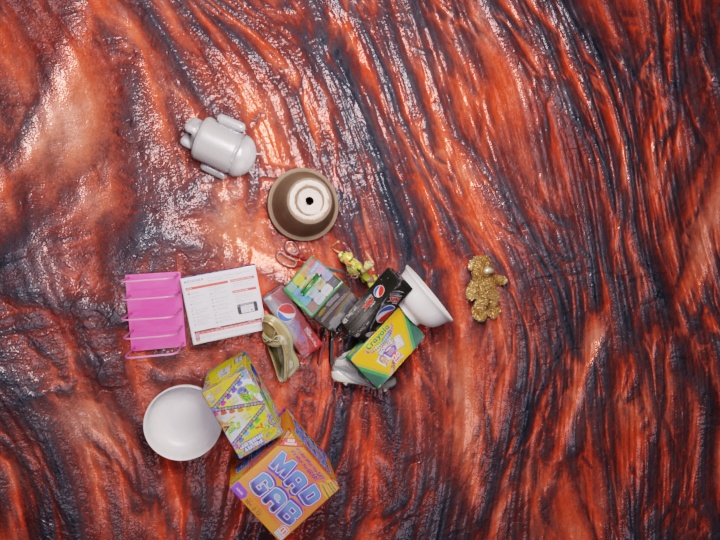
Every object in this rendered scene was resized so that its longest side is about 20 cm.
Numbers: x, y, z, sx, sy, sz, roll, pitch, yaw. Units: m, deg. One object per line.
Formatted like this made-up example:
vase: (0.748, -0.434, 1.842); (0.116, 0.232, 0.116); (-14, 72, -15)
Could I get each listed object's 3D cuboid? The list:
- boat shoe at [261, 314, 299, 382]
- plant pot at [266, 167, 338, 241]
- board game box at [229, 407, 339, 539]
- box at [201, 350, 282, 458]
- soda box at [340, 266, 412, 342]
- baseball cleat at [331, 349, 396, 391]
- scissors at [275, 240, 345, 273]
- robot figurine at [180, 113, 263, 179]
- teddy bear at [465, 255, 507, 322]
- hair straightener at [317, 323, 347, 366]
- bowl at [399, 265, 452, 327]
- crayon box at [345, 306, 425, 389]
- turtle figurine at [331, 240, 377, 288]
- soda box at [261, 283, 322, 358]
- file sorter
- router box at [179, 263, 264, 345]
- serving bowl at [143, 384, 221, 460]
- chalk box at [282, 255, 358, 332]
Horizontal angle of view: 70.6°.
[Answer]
boat shoe: (-0.223, 0.209, 1.367); (0.063, 0.073, 0.202); (-48, 137, -43)
plant pot: (-0.144, -0.173, 1.333); (0.198, 0.175, 0.202); (-1, 95, -13)
board game box: (-0.208, 0.536, 1.362); (0.200, 0.200, 0.200); (-40, 101, -7)
box: (-0.307, 0.340, 1.323); (0.121, 0.200, 0.194); (-28, 101, -10)
soda box: (0.043, 0.092, 1.355); (0.200, 0.071, 0.063); (-49, 138, 10)
baseball cleat: (0.018, 0.283, 1.451); (0.198, 0.070, 0.107); (8, 102, -20)
scissors: (-0.142, -0.014, 1.431); (0.199, 0.014, 0.074); (30, 85, -15)
robot figurine: (-0.353, -0.315, 1.305); (0.199, 0.113, 0.170); (25, 126, -14)
teddy bear: (0.377, 0.056, 1.528); (0.144, 0.067, 0.202); (8, 93, -16)
hair straightener: (-0.074, 0.175, 1.452); (0.076, 0.041, 0.202); (8, 88, -14)
bowl: (0.162, 0.089, 1.426); (0.090, 0.201, 0.201); (-40, 102, 8)
crayon box: (0.069, 0.212, 1.413); (0.200, 0.058, 0.119); (-46, 103, -13)
turtle figurine: (0.000, 0.000, 1.389); (0.065, 0.199, 0.161); (-54, 127, -14)
soda box: (-0.188, 0.138, 1.402); (0.070, 0.063, 0.201); (-34, 103, -9)
file sorter: (-0.528, 0.111, 1.292); (0.138, 0.125, 0.202); (-4, 95, -12)
router box: (-0.364, 0.089, 1.367); (0.198, 0.049, 0.181); (-10, 96, -12)
serving bowl: (-0.470, 0.397, 1.359); (0.198, 0.066, 0.202); (-1, 95, -14)
chalk box: (-0.109, 0.057, 1.333); (0.124, 0.200, 0.125); (39, 84, 28)
